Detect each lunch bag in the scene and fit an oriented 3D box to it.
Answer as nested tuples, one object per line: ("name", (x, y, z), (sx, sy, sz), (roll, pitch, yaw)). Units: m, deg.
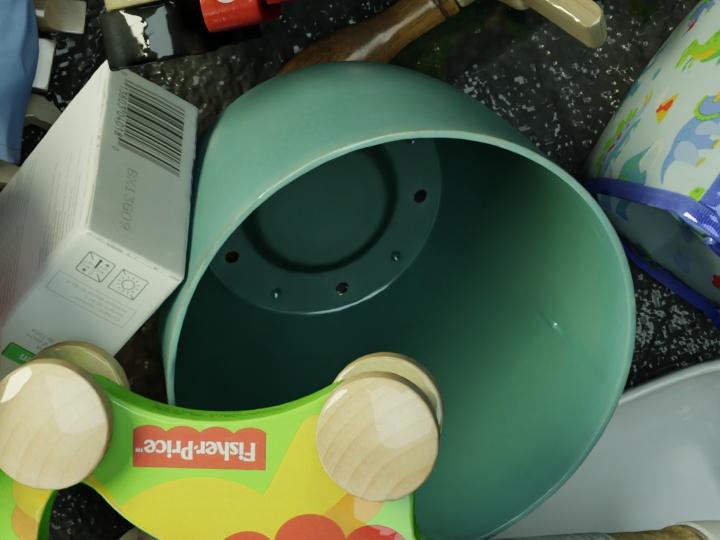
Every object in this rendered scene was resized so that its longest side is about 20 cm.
("lunch bag", (0.189, -0.071, 1.008), (0.127, 0.200, 0.170), (37, 86, 5))

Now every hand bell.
("hand bell", (0.031, -0.125, 1.056), (0.199, 0.104, 0.105), (-33, 97, 6))

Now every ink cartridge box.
("ink cartridge box", (-0.144, 0.016, 0.970), (0.050, 0.109, 0.200), (27, 127, -23))

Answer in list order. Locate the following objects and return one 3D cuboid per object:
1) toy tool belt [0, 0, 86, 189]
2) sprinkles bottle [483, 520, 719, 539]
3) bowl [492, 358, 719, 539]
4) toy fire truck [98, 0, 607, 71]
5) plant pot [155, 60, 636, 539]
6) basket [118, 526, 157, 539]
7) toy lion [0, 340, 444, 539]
("toy tool belt", (-0.175, -0.095, 0.996), (0.122, 0.125, 0.202), (5, 92, -1))
("sprinkles bottle", (0.082, 0.146, 0.967), (0.199, 0.068, 0.069), (0, 92, -30))
("bowl", (0.137, 0.155, 1.078), (0.199, 0.075, 0.201), (-25, 96, -6))
("toy fire truck", (-0.005, -0.137, 0.956), (0.198, 0.176, 0.130), (-11, 96, 8))
("plant pot", (0.000, 0.000, 0.989), (0.199, 0.161, 0.202), (-7, 119, -12))
("basket", (-0.103, 0.218, 0.981), (0.197, 0.200, 0.162), (-31, 95, -7))
("toy lion", (-0.042, 0.129, 0.868), (0.198, 0.069, 0.194), (3, 96, 2))
